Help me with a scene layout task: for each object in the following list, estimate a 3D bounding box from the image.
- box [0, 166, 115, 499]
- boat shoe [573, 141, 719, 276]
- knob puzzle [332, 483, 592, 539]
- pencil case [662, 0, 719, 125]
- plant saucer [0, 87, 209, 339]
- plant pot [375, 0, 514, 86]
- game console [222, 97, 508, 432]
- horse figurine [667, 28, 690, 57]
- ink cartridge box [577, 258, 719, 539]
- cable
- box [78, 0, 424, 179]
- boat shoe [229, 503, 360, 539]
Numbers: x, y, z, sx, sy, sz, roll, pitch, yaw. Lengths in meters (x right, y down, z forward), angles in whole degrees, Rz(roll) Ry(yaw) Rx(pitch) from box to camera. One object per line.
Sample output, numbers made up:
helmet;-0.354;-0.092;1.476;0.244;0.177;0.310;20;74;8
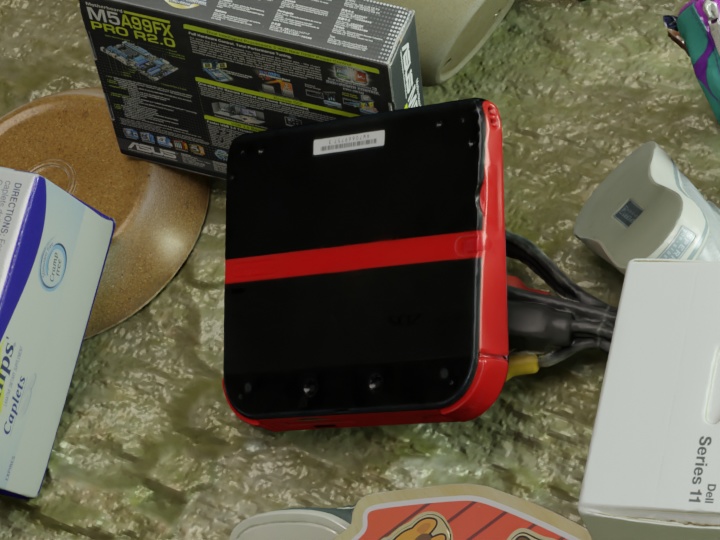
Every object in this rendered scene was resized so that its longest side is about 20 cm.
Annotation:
box;-0.275;0.027;1.491;0.199;0.105;0.185;10;79;26
boat shoe;0.171;-0.015;1.378;0.070;0.071;0.201;-46;12;9
knob puzzle;0.046;0.198;1.276;0.218;0.030;0.222;-7;75;25
pencil case;0.236;-0.070;1.373;0.085;0.092;0.201;-29;66;38
plant saucer;-0.195;-0.045;1.579;0.199;0.036;0.201;-10;55;14
plant pot;0.023;-0.191;1.516;0.134;0.200;0.201;39;75;10
game console;0.000;0.000;1.411;0.199;0.031;0.179;-6;78;38
horse figurine;0.288;-0.141;1.458;0.199;0.050;0.133;-20;47;4
ink cartridge box;0.180;0.105;1.238;0.082;0.200;0.148;3;58;22
cable;0.124;0.034;1.406;0.198;0.050;0.098;9;62;12
box;-0.060;-0.111;1.474;0.198;0.161;0.044;14;58;16
boat shoe;0.022;0.163;1.359;0.199;0.073;0.062;2;15;29
